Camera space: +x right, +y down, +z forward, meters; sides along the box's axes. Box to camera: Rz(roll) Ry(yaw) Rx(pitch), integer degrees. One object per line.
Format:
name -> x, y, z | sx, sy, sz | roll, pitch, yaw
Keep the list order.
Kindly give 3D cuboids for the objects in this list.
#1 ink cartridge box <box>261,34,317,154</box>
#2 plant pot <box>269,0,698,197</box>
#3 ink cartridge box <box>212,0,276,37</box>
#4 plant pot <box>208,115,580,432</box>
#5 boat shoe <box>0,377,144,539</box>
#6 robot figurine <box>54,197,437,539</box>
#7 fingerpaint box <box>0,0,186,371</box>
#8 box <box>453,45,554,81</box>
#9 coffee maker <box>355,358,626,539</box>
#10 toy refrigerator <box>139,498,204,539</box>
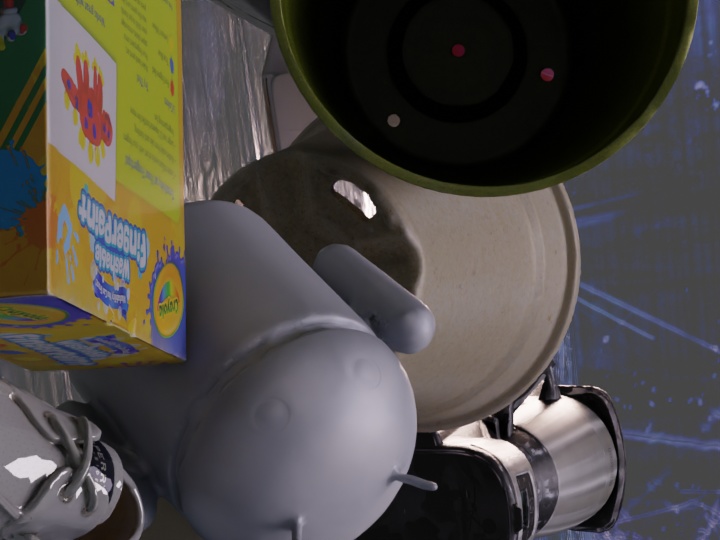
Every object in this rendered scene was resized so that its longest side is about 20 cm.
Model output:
ink cartridge box -> 0.024, -0.146, 1.762 | 0.201, 0.145, 0.083 | -79, 166, -52
plant pot -> 0.053, -0.124, 1.378 | 0.193, 0.199, 0.202 | 114, -25, -84
ink cartridge box -> -0.037, -0.202, 1.429 | 0.147, 0.084, 0.200 | -61, 169, 2
plant pot -> 0.000, 0.000, 1.529 | 0.183, 0.199, 0.202 | -12, 100, -69
boat shoe -> -0.125, 0.073, 1.049 | 0.200, 0.069, 0.071 | 65, 25, -68
robot figurine -> -0.051, 0.048, 1.204 | 0.200, 0.169, 0.113 | 45, -18, 39
fingerpaint box -> -0.125, -0.056, 1.071 | 0.200, 0.073, 0.168 | 37, 50, -77
box -> 0.037, -0.179, 1.605 | 0.096, 0.199, 0.100 | -62, 177, -67
coffee maker -> 0.064, 0.155, 1.941 | 0.200, 0.191, 0.135 | -15, 80, -59
toy refrigerator -> -0.088, 0.194, 1.242 | 0.076, 0.069, 0.201 | 67, 23, -64
